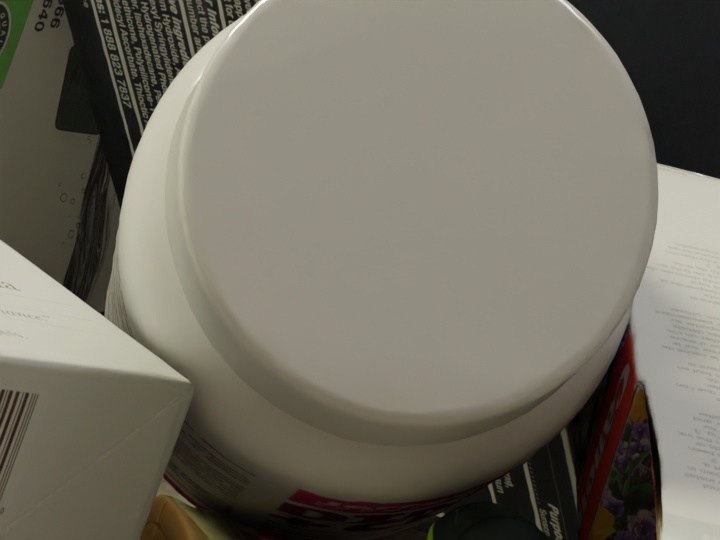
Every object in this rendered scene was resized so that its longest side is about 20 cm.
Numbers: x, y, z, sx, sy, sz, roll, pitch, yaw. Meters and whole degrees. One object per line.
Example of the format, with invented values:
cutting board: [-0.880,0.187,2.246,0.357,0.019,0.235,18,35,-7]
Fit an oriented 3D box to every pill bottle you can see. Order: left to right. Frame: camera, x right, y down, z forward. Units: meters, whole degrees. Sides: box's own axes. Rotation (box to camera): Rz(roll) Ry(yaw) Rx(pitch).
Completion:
pill bottle: [0.000,0.000,0.620,0.113,0.114,0.200,21,-12,-2]

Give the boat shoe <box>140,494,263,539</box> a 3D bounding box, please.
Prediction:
boat shoe: [-0.009,0.101,0.602,0.062,0.074,0.200,15,12,-18]

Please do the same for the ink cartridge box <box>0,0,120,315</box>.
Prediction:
ink cartridge box: [-0.120,-0.051,0.916,0.084,0.146,0.200,29,14,31]

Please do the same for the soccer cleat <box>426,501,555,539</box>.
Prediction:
soccer cleat: [0.088,0.116,0.532,0.200,0.081,0.068,53,6,22]

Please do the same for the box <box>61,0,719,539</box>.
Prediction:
box: [0.031,-0.031,0.818,0.123,0.201,0.198,-34,34,-34]

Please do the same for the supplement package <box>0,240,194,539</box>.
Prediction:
supplement package: [-0.149,0.026,0.591,0.113,0.110,0.200,11,16,-45]

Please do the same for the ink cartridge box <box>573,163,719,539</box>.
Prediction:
ink cartridge box: [0.104,0.043,0.609,0.108,0.051,0.200,14,24,-3]
